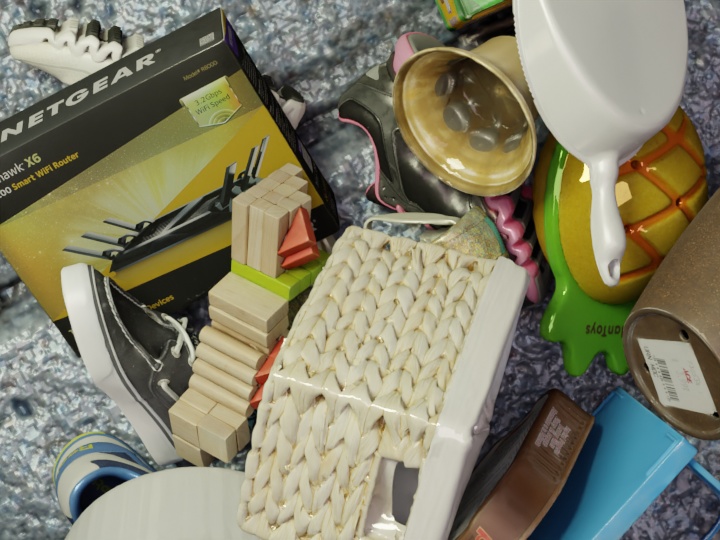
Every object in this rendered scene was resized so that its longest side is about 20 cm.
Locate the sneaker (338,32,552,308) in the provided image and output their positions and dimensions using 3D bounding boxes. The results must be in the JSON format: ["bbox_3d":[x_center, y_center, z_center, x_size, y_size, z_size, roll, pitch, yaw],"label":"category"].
[{"bbox_3d":[0.054,-0.056,1.313,0.095,0.079,0.200,-29,94,22],"label":"sneaker"}]

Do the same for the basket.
[{"bbox_3d":[0.015,0.078,1.172,0.123,0.200,0.136,17,122,7],"label":"basket"}]

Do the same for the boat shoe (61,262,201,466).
[{"bbox_3d":[-0.131,0.056,1.257,0.068,0.072,0.200,-19,138,6],"label":"boat shoe"}]

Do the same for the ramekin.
[{"bbox_3d":[-0.103,0.217,1.237,0.200,0.098,0.201,-2,128,-2],"label":"ramekin"}]

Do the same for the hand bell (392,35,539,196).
[{"bbox_3d":[0.119,-0.143,1.263,0.104,0.104,0.200,50,52,-4],"label":"hand bell"}]

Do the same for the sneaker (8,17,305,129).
[{"bbox_3d":[-0.141,-0.111,1.295,0.200,0.075,0.081,19,104,-5],"label":"sneaker"}]

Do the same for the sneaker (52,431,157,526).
[{"bbox_3d":[-0.118,0.181,1.308,0.200,0.082,0.074,28,91,-5],"label":"sneaker"}]

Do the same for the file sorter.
[{"bbox_3d":[0.181,0.178,1.258,0.123,0.200,0.139,41,92,-6],"label":"file sorter"}]

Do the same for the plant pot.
[{"bbox_3d":[0.265,0.017,1.221,0.200,0.187,0.187,-32,94,-26],"label":"plant pot"}]

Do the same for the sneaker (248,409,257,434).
[{"bbox_3d":[-0.015,0.121,1.289,0.079,0.096,0.200,-42,78,1],"label":"sneaker"}]

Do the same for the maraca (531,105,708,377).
[{"bbox_3d":[0.168,-0.029,1.287,0.137,0.107,0.200,2,97,-38],"label":"maraca"}]

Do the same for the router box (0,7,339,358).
[{"bbox_3d":[-0.136,-0.053,1.261,0.200,0.052,0.157,-27,121,10],"label":"router box"}]

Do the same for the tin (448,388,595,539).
[{"bbox_3d":[0.094,0.141,1.256,0.042,0.200,0.112,44,115,-1],"label":"tin"}]

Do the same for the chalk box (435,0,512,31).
[{"bbox_3d":[0.079,-0.272,1.265,0.124,0.124,0.200,-23,93,0],"label":"chalk box"}]

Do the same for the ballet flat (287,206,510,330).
[{"bbox_3d":[0.000,0.000,1.282,0.200,0.071,0.071,-13,94,21],"label":"ballet flat"}]

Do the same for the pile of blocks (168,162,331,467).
[{"bbox_3d":[-0.056,0.037,1.229,0.062,0.082,0.200,26,107,25],"label":"pile of blocks"}]

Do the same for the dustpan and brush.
[{"bbox_3d":[0.150,-0.092,1.197,0.139,0.057,0.200,3,71,-39],"label":"dustpan and brush"}]
